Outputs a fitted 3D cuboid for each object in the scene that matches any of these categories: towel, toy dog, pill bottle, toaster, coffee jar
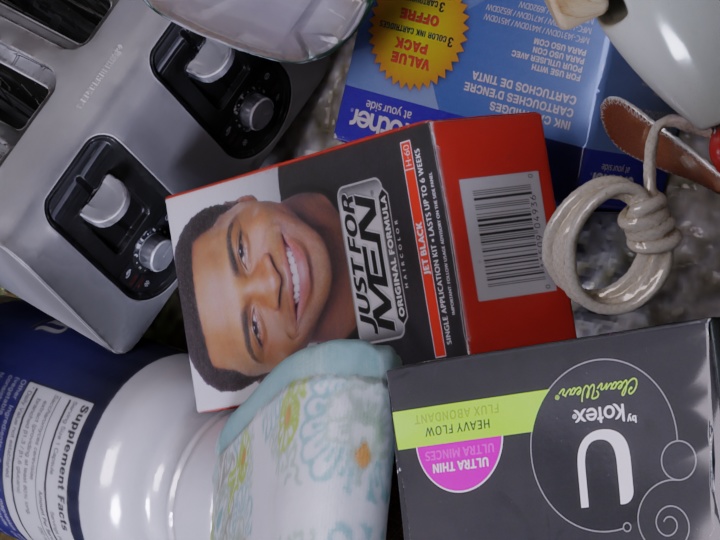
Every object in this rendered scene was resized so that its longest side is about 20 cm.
[{"bbox_3d":[-0.026,0.129,1.104,0.200,0.048,0.171,132,142,-71],"label":"towel"},{"bbox_3d":[0.129,-0.088,1.091,0.132,0.096,0.200,-6,110,2],"label":"toy dog"},{"bbox_3d":[-0.116,0.085,1.301,0.200,0.111,0.111,16,97,36],"label":"pill bottle"},{"bbox_3d":[-0.145,-0.089,1.292,0.200,0.119,0.181,29,77,32],"label":"toaster"},{"bbox_3d":[-0.039,-0.189,1.211,0.085,0.104,0.200,-55,23,40],"label":"coffee jar"}]

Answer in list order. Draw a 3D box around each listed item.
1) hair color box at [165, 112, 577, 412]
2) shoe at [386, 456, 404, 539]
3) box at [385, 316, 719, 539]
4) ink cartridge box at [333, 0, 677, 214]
[{"bbox_3d":[0.000,0.000,1.161,0.200,0.061,0.102,-14,84,54],"label":"hair color box"},{"bbox_3d":[0.026,0.100,1.165,0.070,0.053,0.200,-55,15,-3],"label":"shoe"},{"bbox_3d":[0.129,0.090,1.057,0.148,0.200,0.125,-12,81,37],"label":"box"},{"bbox_3d":[0.073,-0.105,1.191,0.136,0.076,0.200,17,100,37],"label":"ink cartridge box"}]
